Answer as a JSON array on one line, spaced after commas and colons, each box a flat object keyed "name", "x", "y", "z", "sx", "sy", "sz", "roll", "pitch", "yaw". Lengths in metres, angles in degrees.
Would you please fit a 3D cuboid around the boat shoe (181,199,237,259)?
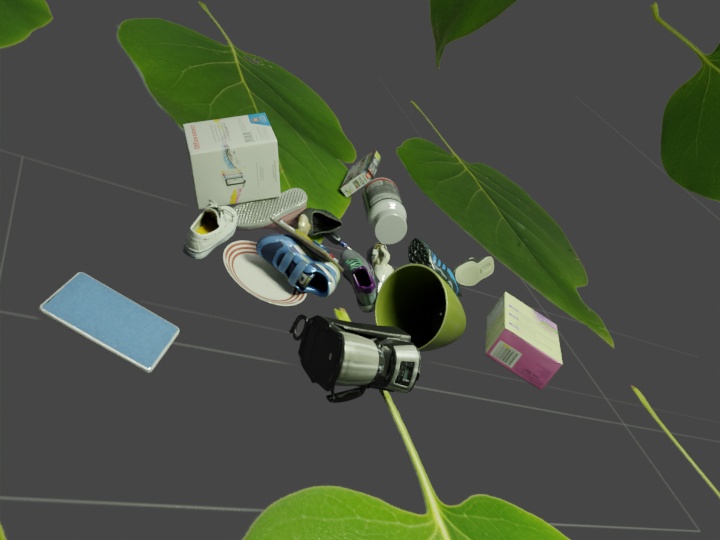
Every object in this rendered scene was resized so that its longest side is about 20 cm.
[{"name": "boat shoe", "x": -0.309, "y": -0.108, "z": 1.388, "sx": 0.073, "sy": 0.087, "sz": 0.203, "roll": 28, "pitch": 31, "yaw": 4}]

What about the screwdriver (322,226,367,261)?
[{"name": "screwdriver", "x": -0.020, "y": -0.055, "z": 1.699, "sx": 0.197, "sy": 0.030, "sz": 0.028, "roll": 31, "pitch": 9, "yaw": -6}]

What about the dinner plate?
[{"name": "dinner plate", "x": -0.203, "y": 0.010, "z": 1.399, "sx": 0.196, "sy": 0.025, "sz": 0.202, "roll": 25, "pitch": 28, "yaw": -14}]

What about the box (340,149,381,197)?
[{"name": "box", "x": 0.003, "y": -0.301, "z": 2.034, "sx": 0.035, "sy": 0.109, "sz": 0.201, "roll": 51, "pitch": 23, "yaw": -16}]

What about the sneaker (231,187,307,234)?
[{"name": "sneaker", "x": -0.217, "y": -0.118, "z": 1.556, "sx": 0.196, "sy": 0.106, "sz": 0.076, "roll": -22, "pitch": 62, "yaw": -23}]

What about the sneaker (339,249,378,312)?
[{"name": "sneaker", "x": 0.000, "y": 0.000, "z": 1.545, "sx": 0.073, "sy": 0.089, "sz": 0.202, "roll": -19, "pitch": 46, "yaw": -10}]

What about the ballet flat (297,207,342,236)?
[{"name": "ballet flat", "x": -0.101, "y": -0.117, "z": 1.592, "sx": 0.055, "sy": 0.069, "sz": 0.199, "roll": 11, "pitch": 13, "yaw": 18}]

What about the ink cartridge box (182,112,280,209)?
[{"name": "ink cartridge box", "x": -0.295, "y": -0.252, "z": 1.512, "sx": 0.194, "sy": 0.148, "sz": 0.149, "roll": -11, "pitch": 40, "yaw": -14}]

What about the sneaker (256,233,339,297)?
[{"name": "sneaker", "x": -0.133, "y": -0.009, "z": 1.405, "sx": 0.196, "sy": 0.075, "sz": 0.083, "roll": 27, "pitch": 30, "yaw": -11}]

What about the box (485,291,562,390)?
[{"name": "box", "x": 0.424, "y": 0.181, "z": 1.729, "sx": 0.173, "sy": 0.098, "sz": 0.201, "roll": 31, "pitch": 28, "yaw": -3}]

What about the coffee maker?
[{"name": "coffee maker", "x": -0.006, "y": 0.150, "z": 1.264, "sx": 0.196, "sy": 0.136, "sz": 0.194, "roll": 13, "pitch": 32, "yaw": -36}]

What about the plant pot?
[{"name": "plant pot", "x": 0.159, "y": 0.101, "z": 1.504, "sx": 0.198, "sy": 0.188, "sz": 0.188, "roll": 21, "pitch": 25, "yaw": -53}]

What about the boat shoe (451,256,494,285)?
[{"name": "boat shoe", "x": 0.324, "y": 0.001, "z": 1.968, "sx": 0.066, "sy": 0.074, "sz": 0.197, "roll": 6, "pitch": 14, "yaw": 40}]

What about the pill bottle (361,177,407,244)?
[{"name": "pill bottle", "x": 0.070, "y": -0.170, "z": 1.890, "sx": 0.113, "sy": 0.117, "sz": 0.202, "roll": 21, "pitch": 30, "yaw": -22}]

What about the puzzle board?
[{"name": "puzzle board", "x": -0.115, "y": -0.058, "z": 1.487, "sx": 0.149, "sy": 0.018, "sz": 0.200, "roll": 33, "pitch": -5, "yaw": 15}]

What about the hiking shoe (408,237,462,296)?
[{"name": "hiking shoe", "x": 0.200, "y": -0.002, "z": 1.823, "sx": 0.086, "sy": 0.074, "sz": 0.203, "roll": 8, "pitch": 45, "yaw": -52}]

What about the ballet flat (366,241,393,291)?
[{"name": "ballet flat", "x": 0.049, "y": -0.003, "z": 1.632, "sx": 0.072, "sy": 0.074, "sz": 0.202, "roll": 23, "pitch": 33, "yaw": -18}]

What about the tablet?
[{"name": "tablet", "x": -0.403, "y": 0.082, "z": 1.073, "sx": 0.197, "sy": 0.014, "sz": 0.131, "roll": 32, "pitch": 27, "yaw": -7}]
